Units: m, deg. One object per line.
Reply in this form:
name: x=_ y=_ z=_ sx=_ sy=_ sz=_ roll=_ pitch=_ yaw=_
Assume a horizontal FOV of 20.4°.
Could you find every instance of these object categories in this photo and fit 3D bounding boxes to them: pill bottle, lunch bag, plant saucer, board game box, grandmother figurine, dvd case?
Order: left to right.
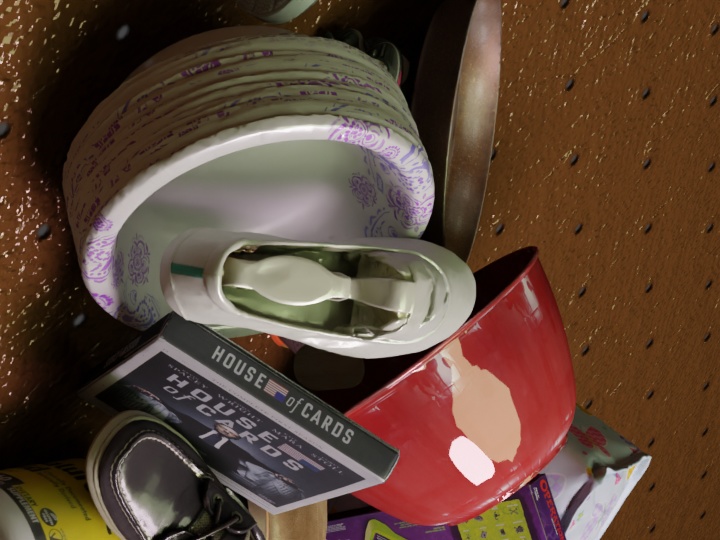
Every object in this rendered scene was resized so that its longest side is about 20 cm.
pill bottle: x=-0.175 y=0.171 z=1.232 sx=0.200 sy=0.111 sz=0.112 roll=-3 pitch=123 yaw=-55
dvd case: x=-0.076 y=0.087 z=1.163 sx=0.025 sy=0.150 sz=0.200 roll=-61 pitch=-168 yaw=-20
grandmother figurine: x=0.000 y=0.000 z=1.286 sx=0.122 sy=0.060 sz=0.200 roll=-63 pitch=-177 yaw=21
board game box: x=0.052 y=0.208 z=1.328 sx=0.032 sy=0.200 sz=0.120 roll=-18 pitch=93 yaw=-56
plant saucer: x=0.059 y=-0.092 z=1.303 sx=0.200 sy=0.034 sz=0.201 roll=8 pitch=90 yaw=-78
lunch bag: x=0.074 y=0.165 z=1.392 sx=0.127 sy=0.169 sz=0.200 roll=-6 pitch=128 yaw=-62

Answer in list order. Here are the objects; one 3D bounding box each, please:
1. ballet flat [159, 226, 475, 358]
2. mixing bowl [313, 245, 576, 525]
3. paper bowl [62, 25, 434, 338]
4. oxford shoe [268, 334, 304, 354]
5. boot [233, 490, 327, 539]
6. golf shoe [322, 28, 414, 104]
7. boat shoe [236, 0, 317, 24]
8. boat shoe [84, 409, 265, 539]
ballet flat: x=-0.010 y=0.012 z=1.079 sx=0.199 sy=0.069 sz=0.070 roll=6 pitch=118 yaw=-31
mixing bowl: x=0.059 y=0.087 z=1.242 sx=0.200 sy=0.109 sz=0.200 roll=-36 pitch=-176 yaw=3
paper bowl: x=-0.067 y=-0.056 z=1.116 sx=0.200 sy=0.105 sz=0.201 roll=-15 pitch=149 yaw=-9
oxford shoe: x=-0.007 y=0.047 z=1.386 sx=0.071 sy=0.072 sz=0.200 roll=-51 pitch=150 yaw=-7
boot: x=-0.059 y=0.226 z=1.324 sx=0.075 sy=0.074 sz=0.201 roll=-4 pitch=106 yaw=-37
golf shoe: x=-0.024 y=-0.052 z=1.260 sx=0.200 sy=0.077 sz=0.088 roll=-57 pitch=157 yaw=5
boat shoe: x=0.000 y=-0.224 z=1.115 sx=0.067 sy=0.073 sz=0.200 roll=14 pitch=108 yaw=-56
boat shoe: x=-0.093 y=0.158 z=1.187 sx=0.072 sy=0.065 sz=0.200 roll=-48 pitch=134 yaw=-23
